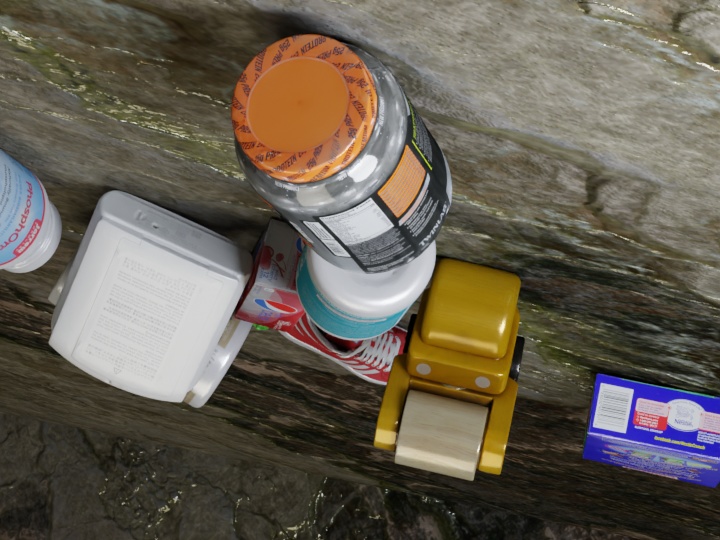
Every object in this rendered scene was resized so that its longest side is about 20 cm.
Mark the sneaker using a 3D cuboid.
[{"bbox_3d":[0.008,0.077,2.075,0.198,0.072,0.112,21,169,-18],"label":"sneaker"}]

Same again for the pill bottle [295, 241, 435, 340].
[{"bbox_3d":[0.000,0.000,1.657,0.110,0.112,0.200,15,167,-4],"label":"pill bottle"}]

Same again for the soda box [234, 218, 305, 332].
[{"bbox_3d":[-0.080,0.009,1.875,0.063,0.071,0.200,15,167,-6],"label":"soda box"}]

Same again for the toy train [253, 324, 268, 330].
[{"bbox_3d":[-0.186,0.034,2.178,0.198,0.042,0.056,7,156,29],"label":"toy train"}]

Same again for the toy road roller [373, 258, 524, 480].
[{"bbox_3d":[0.092,0.083,1.766,0.122,0.201,0.147,12,131,5],"label":"toy road roller"}]

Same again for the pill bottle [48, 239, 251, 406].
[{"bbox_3d":[-0.226,0.045,2.000,0.199,0.120,0.120,32,165,-6],"label":"pill bottle"}]

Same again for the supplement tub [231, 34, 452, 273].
[{"bbox_3d":[-0.013,-0.081,1.297,0.121,0.124,0.200,10,166,18],"label":"supplement tub"}]

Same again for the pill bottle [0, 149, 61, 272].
[{"bbox_3d":[-0.364,-0.065,1.785,0.108,0.110,0.200,9,167,20],"label":"pill bottle"}]

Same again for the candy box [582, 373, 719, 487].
[{"bbox_3d":[0.344,0.186,2.164,0.167,0.078,0.200,11,166,7],"label":"candy box"}]

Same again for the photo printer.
[{"bbox_3d":[-0.215,0.035,1.870,0.165,0.070,0.201,24,124,-6],"label":"photo printer"}]
